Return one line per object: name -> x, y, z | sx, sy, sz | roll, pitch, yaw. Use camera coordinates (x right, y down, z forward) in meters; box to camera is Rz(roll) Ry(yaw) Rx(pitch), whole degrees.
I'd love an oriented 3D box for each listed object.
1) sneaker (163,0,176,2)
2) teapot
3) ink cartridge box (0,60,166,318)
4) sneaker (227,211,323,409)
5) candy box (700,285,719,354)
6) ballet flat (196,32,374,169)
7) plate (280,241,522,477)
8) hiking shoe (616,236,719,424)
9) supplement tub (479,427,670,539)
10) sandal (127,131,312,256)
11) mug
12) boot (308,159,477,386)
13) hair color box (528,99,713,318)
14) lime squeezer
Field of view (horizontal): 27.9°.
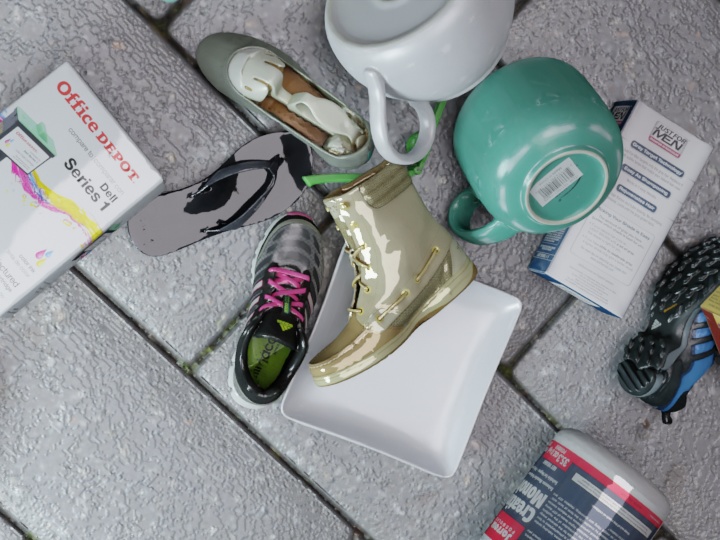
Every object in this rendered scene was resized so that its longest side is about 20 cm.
sneaker -> -0.230, -0.348, 1.350 | 0.139, 0.078, 0.202 | -3, 86, -11
teapot -> 0.070, -0.230, 1.385 | 0.199, 0.198, 0.146 | -32, 135, 12
ink cartridge box -> -0.299, -0.074, 1.340 | 0.200, 0.084, 0.145 | -40, 93, -6
sneaker -> -0.077, 0.043, 1.408 | 0.073, 0.087, 0.201 | 17, 91, -13
candy box -> 0.448, 0.018, 1.505 | 0.200, 0.056, 0.117 | -43, 129, -15
ballet flat -> -0.068, -0.170, 1.386 | 0.199, 0.064, 0.068 | 35, 80, -2
plate -> 0.040, 0.085, 1.467 | 0.198, 0.032, 0.201 | 22, 89, -15
hiking shoe -> 0.347, 0.057, 1.524 | 0.087, 0.074, 0.201 | 37, 86, -37
supplement tub -> 0.205, 0.275, 1.466 | 0.140, 0.140, 0.201 | 38, 86, -13
sandal -> -0.130, -0.069, 1.409 | 0.199, 0.043, 0.076 | -30, 101, -9
mug -> 0.176, -0.100, 1.415 | 0.151, 0.115, 0.186 | -6, 130, -18
boot -> 0.000, 0.000, 1.390 | 0.200, 0.073, 0.156 | -38, 107, -14
hair color box -> 0.266, -0.064, 1.490 | 0.100, 0.061, 0.201 | 29, 89, -14
lime squeezer -> 0.038, -0.124, 1.446 | 0.200, 0.038, 0.071 | -39, 89, -11
